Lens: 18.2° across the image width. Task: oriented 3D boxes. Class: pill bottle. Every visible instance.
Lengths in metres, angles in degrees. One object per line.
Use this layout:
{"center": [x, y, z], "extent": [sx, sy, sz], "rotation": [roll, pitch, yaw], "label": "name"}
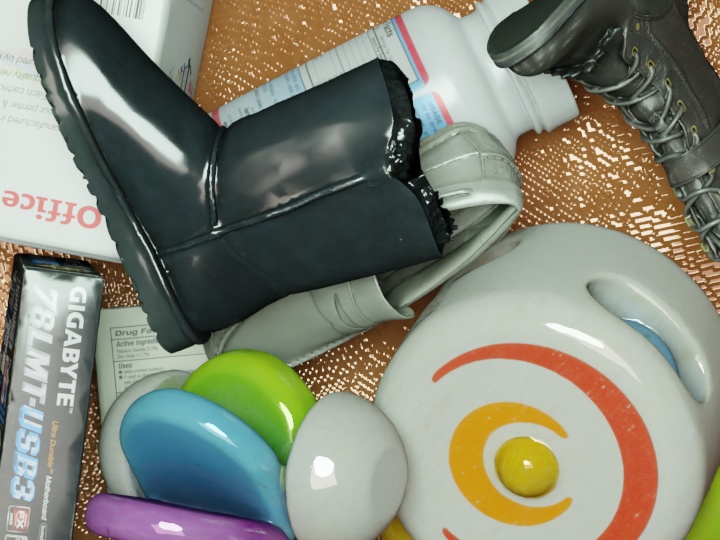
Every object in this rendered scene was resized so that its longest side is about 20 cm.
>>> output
{"center": [0.016, -0.079, 1.252], "extent": [0.199, 0.109, 0.109], "rotation": [-26, 88, 5], "label": "pill bottle"}

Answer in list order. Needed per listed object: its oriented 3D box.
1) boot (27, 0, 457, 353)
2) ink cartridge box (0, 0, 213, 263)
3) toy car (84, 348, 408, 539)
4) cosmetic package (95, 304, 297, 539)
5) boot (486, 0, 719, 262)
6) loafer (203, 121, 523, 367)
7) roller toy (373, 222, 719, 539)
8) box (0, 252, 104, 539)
{"center": [-0.057, -0.074, 1.129], "extent": [0.167, 0.076, 0.201], "rotation": [-23, 97, 9], "label": "boot"}
{"center": [-0.171, -0.114, 1.251], "extent": [0.146, 0.145, 0.202], "rotation": [11, 91, 4], "label": "ink cartridge box"}
{"center": [-0.079, 0.142, 1.149], "extent": [0.174, 0.150, 0.202], "rotation": [7, 93, 33], "label": "toy car"}
{"center": [-0.090, 0.116, 1.281], "extent": [0.103, 0.073, 0.202], "rotation": [-4, 90, 5], "label": "cosmetic package"}
{"center": [0.162, -0.083, 1.195], "extent": [0.069, 0.200, 0.175], "rotation": [-27, 93, 37], "label": "boot"}
{"center": [0.000, 0.000, 1.192], "extent": [0.200, 0.070, 0.070], "rotation": [-38, 129, 14], "label": "loafer"}
{"center": [0.101, 0.079, 1.202], "extent": [0.198, 0.140, 0.184], "rotation": [4, 114, 19], "label": "roller toy"}
{"center": [-0.179, 0.094, 1.226], "extent": [0.049, 0.200, 0.200], "rotation": [6, 91, -10], "label": "box"}
